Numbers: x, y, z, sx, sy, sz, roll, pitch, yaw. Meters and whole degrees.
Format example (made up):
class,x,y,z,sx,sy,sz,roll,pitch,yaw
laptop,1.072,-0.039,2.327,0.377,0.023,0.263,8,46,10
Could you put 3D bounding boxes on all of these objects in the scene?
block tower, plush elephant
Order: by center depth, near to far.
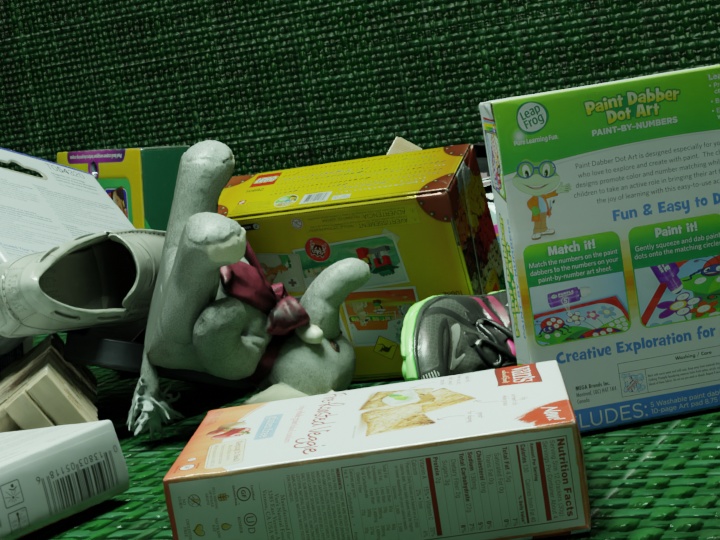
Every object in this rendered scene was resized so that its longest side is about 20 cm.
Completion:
class,x,y,z,sx,sy,sz,roll,pitch,yaw
plush elephant,-0.062,0.037,1.009,0.153,0.202,0.165,12,16,-13
block tower,-0.220,0.091,1.040,0.054,0.058,0.200,-39,10,-5

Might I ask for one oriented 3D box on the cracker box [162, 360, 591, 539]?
class,x,y,z,sx,sy,sz,roll,pitch,yaw
cracker box,0.011,0.098,0.755,0.198,0.058,0.134,-8,8,4

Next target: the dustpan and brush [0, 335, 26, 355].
class,x,y,z,sx,sy,sz,roll,pitch,yaw
dustpan and brush,-0.266,0.019,1.140,0.200,0.057,0.140,29,17,-52

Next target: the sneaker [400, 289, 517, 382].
class,x,y,z,sx,sy,sz,roll,pitch,yaw
sneaker,0.094,0.045,0.988,0.083,0.078,0.199,-8,7,37

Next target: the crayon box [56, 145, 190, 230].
class,x,y,z,sx,sy,sz,roll,pitch,yaw
crayon box,-0.229,-0.032,1.453,0.058,0.175,0.199,-7,7,-34

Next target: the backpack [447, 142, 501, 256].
class,x,y,z,sx,sy,sz,roll,pitch,yaw
backpack,0.143,-0.028,1.185,0.198,0.128,0.167,8,20,12

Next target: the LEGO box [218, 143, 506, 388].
class,x,y,z,sx,sy,sz,roll,pitch,yaw
LEGO box,0.000,0.000,1.107,0.198,0.150,0.077,-6,28,22

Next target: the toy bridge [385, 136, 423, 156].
class,x,y,z,sx,sy,sz,roll,pitch,yaw
toy bridge,0.007,-0.038,1.200,0.027,0.068,0.200,29,-21,0

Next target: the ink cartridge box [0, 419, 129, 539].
class,x,y,z,sx,sy,sz,roll,pitch,yaw
ink cartridge box,-0.260,0.140,0.875,0.199,0.051,0.162,-14,3,39

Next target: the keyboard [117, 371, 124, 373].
class,x,y,z,sx,sy,sz,roll,pitch,yaw
keyboard,-0.217,0.073,1.385,0.126,0.021,0.200,-4,6,-8

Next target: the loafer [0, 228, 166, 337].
class,x,y,z,sx,sy,sz,roll,pitch,yaw
loafer,-0.172,0.006,1.042,0.069,0.071,0.199,-17,1,38

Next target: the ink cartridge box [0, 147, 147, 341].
class,x,y,z,sx,sy,sz,roll,pitch,yaw
ink cartridge box,-0.241,-0.022,1.159,0.196,0.043,0.200,14,26,-52

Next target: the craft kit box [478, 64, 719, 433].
class,x,y,z,sx,sy,sz,roll,pitch,yaw
craft kit box,0.181,-0.017,0.876,0.198,0.200,0.049,-9,8,-5

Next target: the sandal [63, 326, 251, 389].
class,x,y,z,sx,sy,sz,roll,pitch,yaw
sandal,-0.139,0.059,1.110,0.075,0.043,0.200,6,-6,26

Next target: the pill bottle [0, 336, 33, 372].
class,x,y,z,sx,sy,sz,roll,pitch,yaw
pill bottle,-0.329,0.071,1.179,0.110,0.112,0.200,-8,8,8
